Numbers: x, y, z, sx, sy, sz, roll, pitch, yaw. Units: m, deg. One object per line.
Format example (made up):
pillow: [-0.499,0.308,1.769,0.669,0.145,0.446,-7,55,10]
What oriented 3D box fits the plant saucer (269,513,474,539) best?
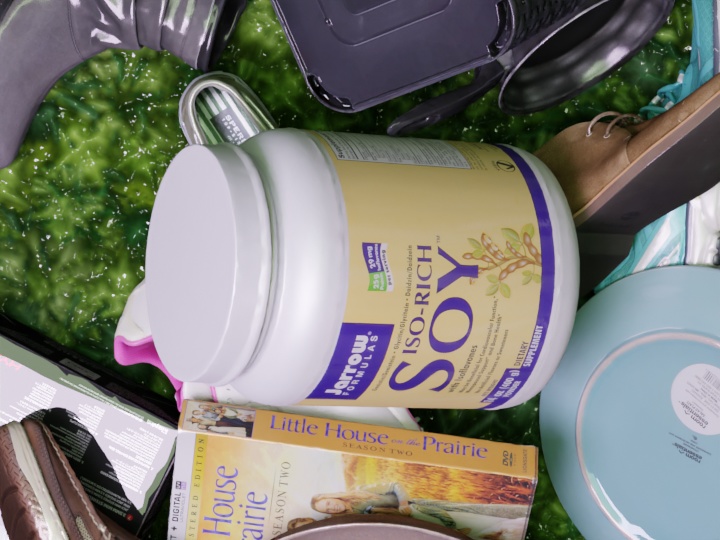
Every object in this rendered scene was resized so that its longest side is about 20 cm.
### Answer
plant saucer: [0.011,0.202,1.395,0.199,0.032,0.201,3,130,3]

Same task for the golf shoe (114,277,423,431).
golf shoe: [-0.053,0.071,1.405,0.200,0.075,0.092,37,55,7]

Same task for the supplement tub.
supplement tub: [0.000,0.000,1.321,0.199,0.145,0.146,2,93,-27]

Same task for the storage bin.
storage bin: [0.015,-0.198,1.271,0.135,0.094,0.201,-17,101,37]

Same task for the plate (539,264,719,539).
plate: [0.185,0.097,1.380,0.199,0.026,0.202,9,109,28]

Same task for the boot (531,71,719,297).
boot: [0.145,-0.063,1.349,0.200,0.073,0.076,-40,57,34]

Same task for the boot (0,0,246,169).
boot: [-0.142,-0.136,1.418,0.131,0.070,0.201,20,95,6]

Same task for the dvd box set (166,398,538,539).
dvd box set: [-0.009,0.146,1.393,0.199,0.029,0.147,8,128,-2]

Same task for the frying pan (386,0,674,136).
frying pan: [0.090,-0.109,1.371,0.189,0.115,0.031,-28,72,-10]

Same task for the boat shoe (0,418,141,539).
boat shoe: [-0.138,0.170,1.366,0.074,0.075,0.203,-22,93,-22]

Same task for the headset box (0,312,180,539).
headset box: [-0.201,0.144,1.432,0.148,0.077,0.201,26,95,3]

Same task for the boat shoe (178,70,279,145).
boat shoe: [-0.042,-0.025,1.418,0.072,0.062,0.200,-38,90,5]

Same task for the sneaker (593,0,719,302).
sneaker: [0.177,-0.068,1.396,0.079,0.077,0.201,11,92,16]
